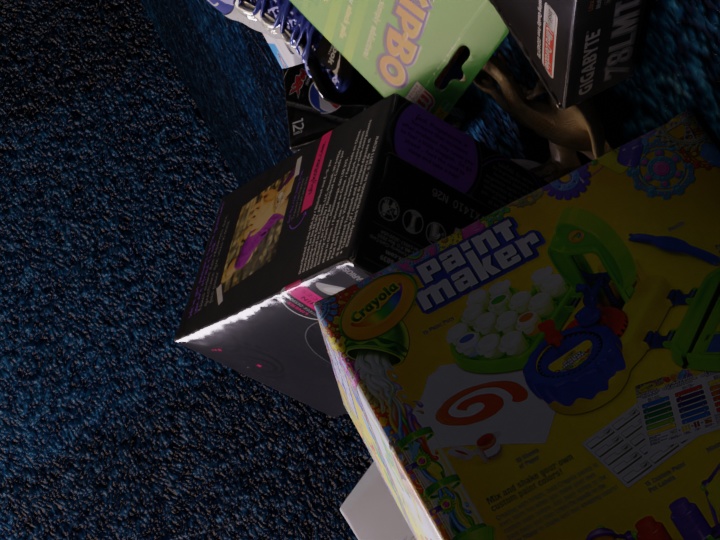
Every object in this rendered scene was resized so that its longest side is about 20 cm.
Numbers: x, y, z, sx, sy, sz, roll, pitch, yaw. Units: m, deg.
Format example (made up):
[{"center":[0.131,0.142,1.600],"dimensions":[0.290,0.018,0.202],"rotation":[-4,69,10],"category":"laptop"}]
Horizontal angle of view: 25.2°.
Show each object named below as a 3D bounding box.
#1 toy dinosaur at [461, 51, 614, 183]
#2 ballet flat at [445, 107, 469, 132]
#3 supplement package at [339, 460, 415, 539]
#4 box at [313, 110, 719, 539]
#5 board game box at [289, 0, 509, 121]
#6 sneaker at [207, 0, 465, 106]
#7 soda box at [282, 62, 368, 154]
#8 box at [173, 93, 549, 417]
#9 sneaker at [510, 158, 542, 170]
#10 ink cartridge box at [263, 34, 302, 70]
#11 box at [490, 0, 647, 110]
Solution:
[{"center":[0.109,-0.088,0.865],"dimensions":[0.101,0.058,0.200],"rotation":[48,179,1],"category":"toy dinosaur"},{"center":[0.030,-0.077,1.089],"dimensions":[0.201,0.072,0.072],"rotation":[-68,-42,-61],"category":"ballet flat"},{"center":[0.110,0.200,1.207],"dimensions":[0.150,0.152,0.200],"rotation":[31,-171,-28],"category":"supplement package"},{"center":[0.113,0.069,0.737],"dimensions":[0.193,0.199,0.122],"rotation":[61,173,26],"category":"box"},{"center":[-0.006,-0.172,0.864],"dimensions":[0.200,0.030,0.096],"rotation":[48,135,10],"category":"board game box"},{"center":[-0.023,-0.165,1.030],"dimensions":[0.199,0.081,0.115],"rotation":[31,-166,0],"category":"sneaker"},{"center":[0.008,-0.088,1.221],"dimensions":[0.200,0.063,0.071],"rotation":[48,-148,-61],"category":"soda box"},{"center":[0.000,0.000,0.918],"dimensions":[0.122,0.107,0.200],"rotation":[28,153,-24],"category":"box"},{"center":[0.116,0.006,0.993],"dimensions":[0.112,0.073,0.200],"rotation":[66,172,-23],"category":"sneaker"},{"center":[-0.055,-0.246,1.336],"dimensions":[0.117,0.068,0.200],"rotation":[61,173,17],"category":"ink cartridge box"},{"center":[0.065,-0.204,0.731],"dimensions":[0.199,0.049,0.200],"rotation":[62,173,22],"category":"box"}]
